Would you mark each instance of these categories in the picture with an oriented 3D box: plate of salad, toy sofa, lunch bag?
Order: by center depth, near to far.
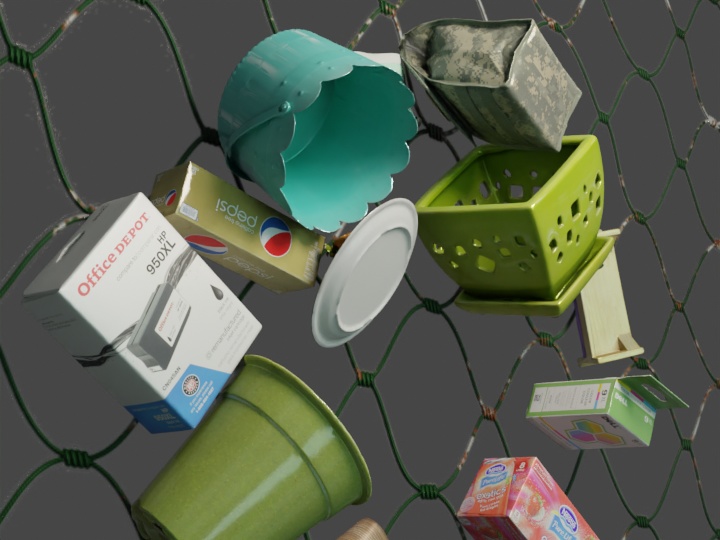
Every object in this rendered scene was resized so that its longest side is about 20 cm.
[{"bbox_3d":[0.000,0.000,1.308,0.200,0.048,0.201,-44,152,-30],"label":"plate of salad"},{"bbox_3d":[0.157,-0.241,1.438,0.164,0.199,0.118,41,68,-47],"label":"lunch bag"},{"bbox_3d":[0.353,0.041,1.676,0.082,0.098,0.202,-11,89,-19],"label":"toy sofa"}]

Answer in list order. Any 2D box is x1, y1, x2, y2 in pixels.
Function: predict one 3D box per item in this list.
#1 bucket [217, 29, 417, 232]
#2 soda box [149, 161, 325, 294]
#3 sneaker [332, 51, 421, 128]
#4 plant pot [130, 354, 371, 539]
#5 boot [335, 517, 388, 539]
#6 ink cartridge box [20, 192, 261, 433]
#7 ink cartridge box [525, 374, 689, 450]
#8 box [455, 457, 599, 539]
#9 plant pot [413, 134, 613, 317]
[{"bbox_3d":[-0.051,-0.159,1.227,0.206,0.135,0.208,-30,138,-31],"label":"bucket"},{"bbox_3d":[-0.136,-0.043,1.221,0.199,0.067,0.064,30,62,-36],"label":"soda box"},{"bbox_3d":[0.000,-0.205,1.374,0.200,0.073,0.119,-16,87,-47],"label":"sneaker"},{"bbox_3d":[-0.124,0.221,1.119,0.190,0.199,0.201,-40,110,-28],"label":"plant pot"},{"bbox_3d":[0.008,0.405,1.264,0.155,0.076,0.201,-39,106,-43],"label":"boot"},{"bbox_3d":[-0.217,0.044,1.116,0.200,0.084,0.145,50,52,-24],"label":"ink cartridge box"},{"bbox_3d":[0.341,0.199,1.537,0.104,0.199,0.060,37,59,-32],"label":"ink cartridge box"},{"bbox_3d":[0.232,0.352,1.478,0.200,0.094,0.103,52,50,-23],"label":"box"},{"bbox_3d":[0.214,-0.052,1.472,0.199,0.199,0.182,-43,120,-40],"label":"plant pot"}]
